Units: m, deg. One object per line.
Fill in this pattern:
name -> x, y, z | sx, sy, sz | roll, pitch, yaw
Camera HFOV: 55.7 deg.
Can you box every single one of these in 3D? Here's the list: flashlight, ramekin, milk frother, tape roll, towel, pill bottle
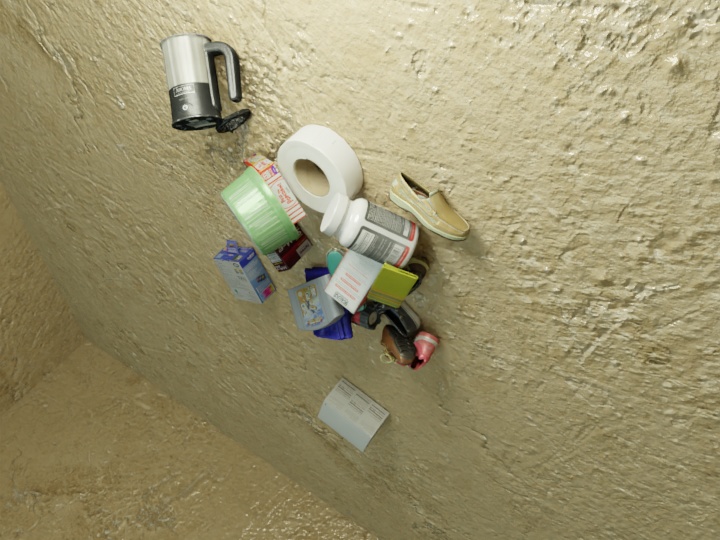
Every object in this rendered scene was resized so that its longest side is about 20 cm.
flashlight -> -0.034, 0.108, 1.912 | 0.199, 0.067, 0.069 | 19, 117, 39
ramekin -> -0.238, -0.132, 1.589 | 0.201, 0.097, 0.200 | 53, 172, 10
milk frother -> -0.354, -0.424, 1.579 | 0.200, 0.179, 0.190 | 158, 104, -84
tape roll -> -0.093, -0.232, 1.569 | 0.201, 0.071, 0.203 | 28, 145, 22
towel -> -0.094, 0.091, 1.884 | 0.147, 0.049, 0.202 | 0, 101, 42
pill bottle -> 0.020, -0.090, 1.514 | 0.199, 0.117, 0.116 | 24, 150, -15
towel -> 0.073, 0.037, 1.585 | 0.085, 0.018, 0.200 | 19, 156, -2

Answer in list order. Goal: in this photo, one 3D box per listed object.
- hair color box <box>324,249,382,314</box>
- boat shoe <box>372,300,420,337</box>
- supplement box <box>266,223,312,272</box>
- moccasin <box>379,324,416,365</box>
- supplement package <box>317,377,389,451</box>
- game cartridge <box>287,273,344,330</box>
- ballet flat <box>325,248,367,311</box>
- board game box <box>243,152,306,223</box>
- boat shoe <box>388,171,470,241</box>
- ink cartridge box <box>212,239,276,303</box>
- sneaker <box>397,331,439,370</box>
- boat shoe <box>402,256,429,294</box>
hair color box -> 0.000, 0.000, 1.684 | 0.101, 0.061, 0.201 | 38, 124, 8
boat shoe -> 0.070, 0.096, 1.779 | 0.200, 0.066, 0.070 | 47, 147, -7
supplement box -> -0.229, -0.108, 1.822 | 0.061, 0.109, 0.201 | -9, 122, 50
moccasin -> 0.092, 0.207, 1.792 | 0.073, 0.078, 0.201 | 17, -171, -22
supplement package -> -0.027, 0.488, 2.296 | 0.199, 0.111, 0.156 | 36, 147, 10
game cartridge -> -0.124, 0.094, 1.862 | 0.199, 0.041, 0.134 | -21, 80, 50
ballet flat -> -0.034, 0.014, 1.793 | 0.074, 0.074, 0.201 | 8, 130, 41
board game box -> -0.213, -0.205, 1.674 | 0.152, 0.046, 0.200 | 59, 171, -24
boat shoe -> 0.149, -0.138, 1.431 | 0.199, 0.072, 0.077 | 32, 131, 12
ink cartridge box -> -0.368, -0.001, 2.122 | 0.136, 0.076, 0.201 | 7, 135, 41
sneaker -> 0.136, 0.231, 1.834 | 0.073, 0.087, 0.200 | 30, 149, -9
boat shoe -> 0.093, 0.034, 1.661 | 0.073, 0.065, 0.200 | 32, 142, -9
